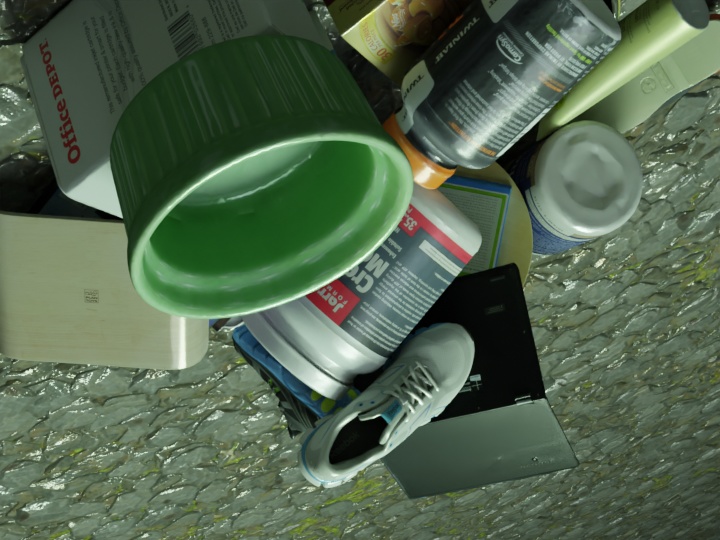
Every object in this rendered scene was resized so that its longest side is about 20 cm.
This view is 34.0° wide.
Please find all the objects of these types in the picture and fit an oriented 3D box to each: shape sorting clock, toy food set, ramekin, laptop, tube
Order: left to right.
[{"bbox_3d":[-0.232,0.007,1.040,0.196,0.061,0.146,3,119,-4],"label":"toy food set"},{"bbox_3d":[-0.072,-0.063,0.791,0.197,0.099,0.201,-20,153,-10],"label":"ramekin"},{"bbox_3d":[0.072,-0.027,1.166,0.198,0.202,0.039,-27,170,7],"label":"shape sorting clock"},{"bbox_3d":[0.098,0.116,1.162,0.184,0.204,0.116,-14,172,18],"label":"laptop"},{"bbox_3d":[0.230,-0.192,1.083,0.058,0.052,0.199,-25,174,-39],"label":"tube"}]

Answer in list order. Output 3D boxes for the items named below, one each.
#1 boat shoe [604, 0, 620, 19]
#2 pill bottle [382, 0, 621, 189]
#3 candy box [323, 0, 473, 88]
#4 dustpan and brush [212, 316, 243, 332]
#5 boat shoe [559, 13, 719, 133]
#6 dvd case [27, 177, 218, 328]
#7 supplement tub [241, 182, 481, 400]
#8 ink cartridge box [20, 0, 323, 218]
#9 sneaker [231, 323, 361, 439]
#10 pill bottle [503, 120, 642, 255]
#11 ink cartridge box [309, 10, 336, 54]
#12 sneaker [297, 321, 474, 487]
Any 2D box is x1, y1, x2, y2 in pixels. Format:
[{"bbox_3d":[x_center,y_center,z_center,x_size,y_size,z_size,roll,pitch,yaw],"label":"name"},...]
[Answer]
[{"bbox_3d":[0.176,-0.262,0.986,0.071,0.061,0.201,-31,151,12],"label":"boat shoe"},{"bbox_3d":[0.104,-0.156,0.947,0.200,0.107,0.105,-43,146,25],"label":"pill bottle"},{"bbox_3d":[0.068,-0.208,1.001,0.115,0.056,0.199,-35,149,18],"label":"candy box"},{"bbox_3d":[-0.074,-0.012,1.201,0.201,0.057,0.139,-56,-168,-5],"label":"dustpan and brush"},{"bbox_3d":[0.285,-0.195,1.180,0.198,0.072,0.063,-28,-169,26],"label":"boat shoe"},{"bbox_3d":[-0.211,-0.005,1.070,0.199,0.018,0.142,34,123,-23],"label":"dvd case"},{"bbox_3d":[0.000,0.000,1.056,0.201,0.140,0.140,-50,147,5],"label":"supplement tub"},{"bbox_3d":[-0.137,-0.153,0.851,0.199,0.148,0.084,-34,151,20],"label":"ink cartridge box"},{"bbox_3d":[-0.067,0.118,1.161,0.070,0.199,0.084,-14,132,-39],"label":"sneaker"},{"bbox_3d":[0.200,-0.077,1.213,0.109,0.113,0.200,-15,176,-14],"label":"pill bottle"},{"bbox_3d":[-0.108,-0.121,0.949,0.197,0.116,0.068,-20,144,-7],"label":"ink cartridge box"},{"bbox_3d":[0.032,0.122,1.051,0.200,0.075,0.087,-43,-178,-13],"label":"sneaker"}]
